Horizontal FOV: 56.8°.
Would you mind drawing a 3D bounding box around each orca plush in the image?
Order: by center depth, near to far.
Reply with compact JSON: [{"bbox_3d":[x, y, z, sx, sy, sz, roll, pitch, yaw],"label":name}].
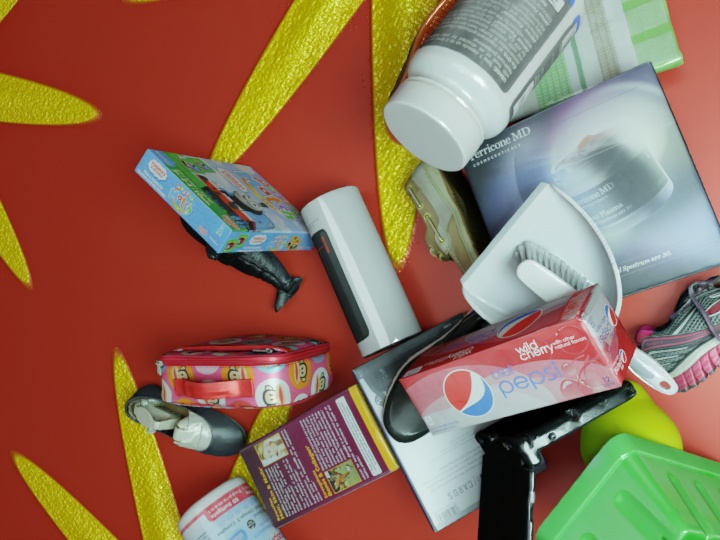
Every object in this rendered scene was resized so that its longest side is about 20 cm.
[{"bbox_3d":[-0.178,-0.019,0.894,0.200,0.071,0.105,50,132,0],"label":"orca plush"}]

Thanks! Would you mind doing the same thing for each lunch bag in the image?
[{"bbox_3d":[-0.151,0.131,0.841,0.199,0.176,0.082,-3,91,26],"label":"lunch bag"}]

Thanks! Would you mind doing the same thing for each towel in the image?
[{"bbox_3d":[0.222,-0.246,0.713,0.199,0.031,0.150,-14,75,24],"label":"towel"}]

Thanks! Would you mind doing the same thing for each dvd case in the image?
[{"bbox_3d":[0.101,0.170,0.764,0.150,0.025,0.200,-26,80,-9],"label":"dvd case"}]

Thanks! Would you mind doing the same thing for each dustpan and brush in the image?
[{"bbox_3d":[0.200,0.035,0.597,0.200,0.057,0.140,38,116,4],"label":"dustpan and brush"}]

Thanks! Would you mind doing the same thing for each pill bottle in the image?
[{"bbox_3d":[0.118,-0.201,0.646,0.114,0.114,0.200,33,77,21],"label":"pill bottle"},{"bbox_3d":[-0.148,0.388,0.890,0.109,0.109,0.200,-46,74,20],"label":"pill bottle"}]

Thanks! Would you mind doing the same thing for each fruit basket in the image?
[{"bbox_3d":[0.269,0.211,0.655,0.215,0.215,0.156,37,107,20],"label":"fruit basket"}]

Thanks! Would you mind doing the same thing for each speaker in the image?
[{"bbox_3d":[0.000,0.000,0.816,0.081,0.081,0.201,-27,81,24],"label":"speaker"}]

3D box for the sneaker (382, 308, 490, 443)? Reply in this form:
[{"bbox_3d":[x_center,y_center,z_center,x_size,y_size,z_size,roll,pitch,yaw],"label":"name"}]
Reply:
[{"bbox_3d":[0.095,0.102,0.714,0.076,0.088,0.200,42,87,9],"label":"sneaker"}]

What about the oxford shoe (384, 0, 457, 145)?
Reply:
[{"bbox_3d":[0.080,-0.244,0.758,0.071,0.073,0.200,22,118,-20],"label":"oxford shoe"}]

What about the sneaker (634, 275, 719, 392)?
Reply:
[{"bbox_3d":[0.357,0.029,0.643,0.075,0.081,0.200,47,111,19],"label":"sneaker"}]

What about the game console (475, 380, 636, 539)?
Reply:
[{"bbox_3d":[0.181,0.198,0.643,0.175,0.200,0.117,-27,80,-6],"label":"game console"}]

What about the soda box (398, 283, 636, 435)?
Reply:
[{"bbox_3d":[0.135,0.086,0.599,0.200,0.063,0.070,-28,96,40],"label":"soda box"}]

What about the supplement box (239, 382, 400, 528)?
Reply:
[{"bbox_3d":[-0.040,0.227,0.842,0.200,0.086,0.111,-33,79,23],"label":"supplement box"}]

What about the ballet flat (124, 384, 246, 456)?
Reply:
[{"bbox_3d":[-0.261,0.223,0.960,0.199,0.073,0.073,19,100,24],"label":"ballet flat"}]

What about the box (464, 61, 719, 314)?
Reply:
[{"bbox_3d":[0.233,-0.067,0.676,0.200,0.123,0.199,-23,81,25],"label":"box"}]

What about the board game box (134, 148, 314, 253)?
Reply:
[{"bbox_3d":[-0.153,-0.082,0.820,0.151,0.200,0.037,42,108,18],"label":"board game box"}]

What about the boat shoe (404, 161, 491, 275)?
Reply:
[{"bbox_3d":[0.107,-0.044,0.755,0.066,0.074,0.200,-42,51,31],"label":"boat shoe"}]
